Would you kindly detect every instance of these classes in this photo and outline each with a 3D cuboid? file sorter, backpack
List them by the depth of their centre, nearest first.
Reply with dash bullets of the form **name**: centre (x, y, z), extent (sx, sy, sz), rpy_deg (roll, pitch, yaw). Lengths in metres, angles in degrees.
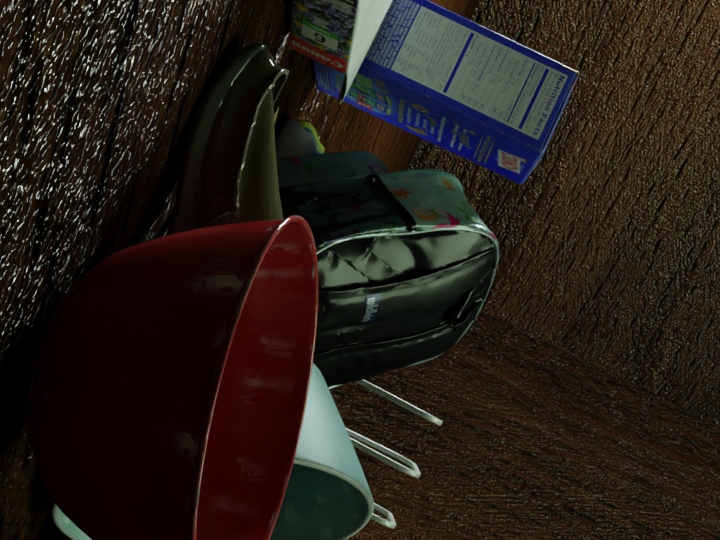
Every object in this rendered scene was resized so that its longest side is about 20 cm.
- **backpack**: centre (0.000, 0.000, 1.122), extent (0.178, 0.199, 0.151), rpy_deg (107, -34, -42)
- **file sorter**: centre (-0.026, 0.184, 1.237), extent (0.201, 0.124, 0.139), rpy_deg (-64, 178, -4)

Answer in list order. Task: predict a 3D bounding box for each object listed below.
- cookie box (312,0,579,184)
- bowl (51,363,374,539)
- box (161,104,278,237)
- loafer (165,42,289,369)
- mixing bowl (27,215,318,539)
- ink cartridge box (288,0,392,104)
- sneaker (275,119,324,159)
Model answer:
- **cookie box**: centre (0.065, -0.154, 1.184), extent (0.076, 0.199, 0.171), rpy_deg (-64, 178, -4)
- **bowl**: centre (-0.093, 0.107, 0.924), extent (0.201, 0.199, 0.106), rpy_deg (112, -22, -58)
- **box**: centre (-0.114, 0.000, 0.999), extent (0.200, 0.021, 0.164), rpy_deg (112, 4, -52)
- **loafer**: centre (-0.073, -0.032, 0.848), extent (0.075, 0.069, 0.202), rpy_deg (72, 34, -86)
- **mixing bowl**: centre (-0.098, 0.063, 0.733), extent (0.200, 0.108, 0.202), rpy_deg (10, 90, -79)
- **ink cartridge box**: centre (-0.006, -0.200, 0.997), extent (0.200, 0.050, 0.110), rpy_deg (109, 6, -76)
- **sneaker**: centre (-0.028, -0.065, 1.218), extent (0.200, 0.104, 0.076), rpy_deg (100, 16, -82)
